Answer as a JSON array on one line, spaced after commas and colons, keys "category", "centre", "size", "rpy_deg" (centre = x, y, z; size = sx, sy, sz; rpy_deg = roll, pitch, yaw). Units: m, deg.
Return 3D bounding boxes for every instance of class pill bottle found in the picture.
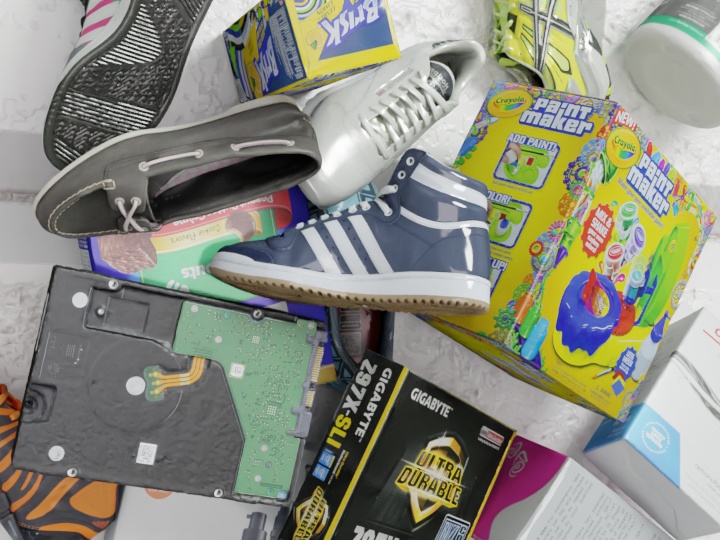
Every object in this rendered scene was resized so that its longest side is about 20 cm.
[{"category": "pill bottle", "centre": [0.337, -0.229, 0.937], "size": [0.200, 0.113, 0.113], "rpy_deg": [-44, 106, -12]}]

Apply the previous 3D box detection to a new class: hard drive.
[{"category": "hard drive", "centre": [-0.131, 0.084, 0.753], "size": [0.199, 0.038, 0.141], "rpy_deg": [12, 90, -19]}]

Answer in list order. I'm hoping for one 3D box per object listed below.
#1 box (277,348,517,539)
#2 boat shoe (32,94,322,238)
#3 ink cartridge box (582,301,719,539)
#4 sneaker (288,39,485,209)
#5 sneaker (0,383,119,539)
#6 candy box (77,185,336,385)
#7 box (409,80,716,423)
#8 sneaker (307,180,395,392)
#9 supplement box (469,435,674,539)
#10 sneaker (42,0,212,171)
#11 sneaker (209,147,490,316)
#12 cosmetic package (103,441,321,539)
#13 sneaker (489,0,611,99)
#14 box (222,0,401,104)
[{"category": "box", "centre": [0.036, 0.168, 0.839], "size": [0.200, 0.049, 0.160], "rpy_deg": [35, 80, -52]}, {"category": "boat shoe", "centre": [-0.120, -0.062, 0.724], "size": [0.199, 0.067, 0.057], "rpy_deg": [-23, 58, -13]}, {"category": "ink cartridge box", "centre": [0.296, 0.117, 0.926], "size": [0.116, 0.067, 0.200], "rpy_deg": [41, 60, -1]}, {"category": "sneaker", "centre": [0.021, -0.121, 0.814], "size": [0.200, 0.080, 0.077], "rpy_deg": [-51, 119, -37]}, {"category": "sneaker", "centre": [-0.239, 0.113, 0.775], "size": [0.112, 0.078, 0.201], "rpy_deg": [-23, 112, -7]}, {"category": "candy box", "centre": [-0.121, 0.002, 0.812], "size": [0.168, 0.077, 0.201], "rpy_deg": [-12, 98, -18]}, {"category": "box", "centre": [0.157, -0.012, 0.846], "size": [0.200, 0.122, 0.193], "rpy_deg": [31, 82, -46]}, {"category": "sneaker", "centre": [0.000, 0.000, 0.844], "size": [0.079, 0.095, 0.201], "rpy_deg": [-10, 97, -19]}, {"category": "supplement box", "centre": [0.199, 0.246, 0.927], "size": [0.200, 0.101, 0.104], "rpy_deg": [38, 81, -18]}, {"category": "sneaker", "centre": [-0.175, -0.167, 0.760], "size": [0.083, 0.121, 0.201], "rpy_deg": [30, 89, -31]}, {"category": "sneaker", "centre": [-0.004, -0.030, 0.756], "size": [0.199, 0.070, 0.109], "rpy_deg": [5, 80, 9]}, {"category": "cosmetic package", "centre": [-0.098, 0.205, 0.848], "size": [0.199, 0.052, 0.152], "rpy_deg": [13, 87, -20]}, {"category": "sneaker", "centre": [0.142, -0.213, 0.891], "size": [0.076, 0.075, 0.201], "rpy_deg": [-29, 101, -16]}, {"category": "box", "centre": [-0.042, -0.162, 0.763], "size": [0.070, 0.200, 0.065], "rpy_deg": [-17, 99, -17]}]
